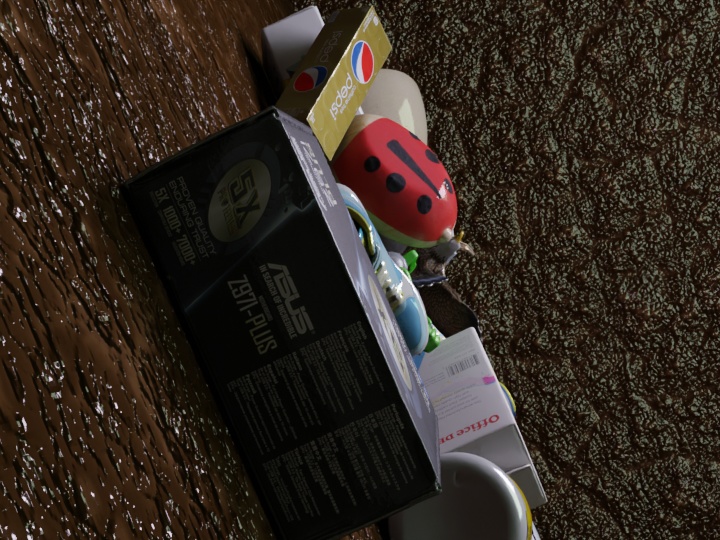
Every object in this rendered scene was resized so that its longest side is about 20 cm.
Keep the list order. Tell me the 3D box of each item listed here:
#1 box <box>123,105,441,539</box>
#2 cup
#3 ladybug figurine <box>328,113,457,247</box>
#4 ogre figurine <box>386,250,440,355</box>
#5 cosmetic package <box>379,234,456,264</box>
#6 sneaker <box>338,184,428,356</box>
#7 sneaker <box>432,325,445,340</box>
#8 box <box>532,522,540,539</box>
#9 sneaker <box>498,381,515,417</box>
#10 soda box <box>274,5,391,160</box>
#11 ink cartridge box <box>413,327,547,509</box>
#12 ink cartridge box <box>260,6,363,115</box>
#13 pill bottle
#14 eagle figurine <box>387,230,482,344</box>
[{"bbox_3d":[-0.032,0.025,0.589,0.164,0.085,0.203,-43,109,-85],"label":"box"},{"bbox_3d":[0.032,-0.204,1.754,0.145,0.198,0.201,66,4,32],"label":"cup"},{"bbox_3d":[0.042,-0.113,1.280,0.200,0.135,0.072,44,-36,11],"label":"ladybug figurine"},{"bbox_3d":[0.026,0.010,1.225,0.198,0.099,0.120,33,-3,13],"label":"ogre figurine"},{"bbox_3d":[0.084,-0.047,1.722,0.051,0.151,0.202,30,32,-22],"label":"cosmetic package"},{"bbox_3d":[0.005,0.013,1.072,0.202,0.079,0.131,56,5,-9],"label":"sneaker"},{"bbox_3d":[0.096,0.106,1.524,0.199,0.080,0.131,35,-4,23],"label":"sneaker"},{"bbox_3d":[0.197,0.371,1.451,0.177,0.095,0.202,60,8,-47],"label":"box"},{"bbox_3d":[0.150,0.243,1.508,0.074,0.081,0.203,46,-45,41],"label":"sneaker"},{"bbox_3d":[-0.035,-0.223,1.281,0.068,0.063,0.202,58,47,-41],"label":"soda box"},{"bbox_3d":[0.111,0.188,1.181,0.201,0.127,0.126,-106,170,-57],"label":"ink cartridge box"},{"bbox_3d":[-0.058,-0.221,1.419,0.145,0.083,0.203,115,-49,-80],"label":"ink cartridge box"},{"bbox_3d":[0.089,0.213,0.898,0.200,0.108,0.111,50,17,-73],"label":"pill bottle"},{"bbox_3d":[0.090,0.005,1.431,0.152,0.149,0.202,97,-1,-46],"label":"eagle figurine"}]
